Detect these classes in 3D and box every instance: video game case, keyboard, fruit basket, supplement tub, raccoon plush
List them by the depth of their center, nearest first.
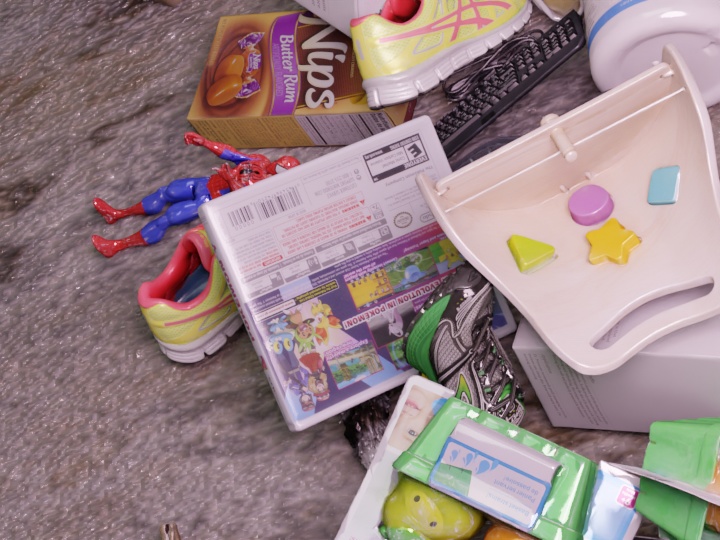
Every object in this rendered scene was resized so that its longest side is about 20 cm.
[{"bbox_3d":[0.283,0.155,1.159,0.200,0.185,0.094,24,103,37],"label":"fruit basket"},{"bbox_3d":[0.071,0.194,1.220,0.185,0.094,0.200,25,80,18],"label":"fruit basket"},{"bbox_3d":[0.000,0.000,1.380,0.200,0.023,0.182,-23,91,-22],"label":"video game case"},{"bbox_3d":[-0.014,0.046,1.407,0.097,0.134,0.200,-35,51,3],"label":"raccoon plush"},{"bbox_3d":[0.240,-0.237,1.451,0.132,0.132,0.200,-14,55,20],"label":"supplement tub"},{"bbox_3d":[0.096,-0.148,1.496,0.200,0.040,0.104,-39,16,16],"label":"keyboard"}]

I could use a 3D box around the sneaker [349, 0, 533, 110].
[{"bbox_3d":[0.067,-0.211,1.506,0.078,0.090,0.200,-13,19,49],"label":"sneaker"}]

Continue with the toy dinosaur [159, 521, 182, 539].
[{"bbox_3d":[-0.121,0.278,1.384,0.101,0.058,0.200,-28,42,29],"label":"toy dinosaur"}]

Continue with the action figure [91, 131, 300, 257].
[{"bbox_3d":[-0.153,-0.076,1.587,0.200,0.099,0.065,-15,56,16],"label":"action figure"}]

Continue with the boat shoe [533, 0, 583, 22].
[{"bbox_3d":[0.132,-0.277,1.480,0.075,0.202,0.086,-22,41,13],"label":"boat shoe"}]

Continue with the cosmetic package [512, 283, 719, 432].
[{"bbox_3d":[0.222,0.058,1.288,0.200,0.108,0.085,2,52,27],"label":"cosmetic package"}]

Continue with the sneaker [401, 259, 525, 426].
[{"bbox_3d":[0.086,0.070,1.311,0.085,0.200,0.078,28,57,28],"label":"sneaker"}]

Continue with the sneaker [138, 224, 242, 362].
[{"bbox_3d":[-0.102,-0.014,1.512,0.200,0.090,0.078,-46,50,-6],"label":"sneaker"}]

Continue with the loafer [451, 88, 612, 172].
[{"bbox_3d":[0.155,-0.082,1.452,0.200,0.063,0.072,-25,71,32],"label":"loafer"}]

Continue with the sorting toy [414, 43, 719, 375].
[{"bbox_3d":[0.168,-0.023,1.240,0.200,0.107,0.180,-27,54,6],"label":"sorting toy"}]

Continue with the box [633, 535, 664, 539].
[{"bbox_3d":[0.213,0.262,1.211,0.200,0.044,0.160,2,63,29],"label":"box"}]

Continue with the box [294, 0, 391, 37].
[{"bbox_3d":[0.032,-0.333,1.540,0.200,0.199,0.131,-28,46,-27],"label":"box"}]

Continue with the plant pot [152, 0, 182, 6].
[{"bbox_3d":[-0.227,-0.368,1.752,0.200,0.177,0.200,21,73,35],"label":"plant pot"}]

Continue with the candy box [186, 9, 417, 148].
[{"bbox_3d":[-0.044,-0.171,1.611,0.200,0.056,0.117,0,60,26],"label":"candy box"}]
